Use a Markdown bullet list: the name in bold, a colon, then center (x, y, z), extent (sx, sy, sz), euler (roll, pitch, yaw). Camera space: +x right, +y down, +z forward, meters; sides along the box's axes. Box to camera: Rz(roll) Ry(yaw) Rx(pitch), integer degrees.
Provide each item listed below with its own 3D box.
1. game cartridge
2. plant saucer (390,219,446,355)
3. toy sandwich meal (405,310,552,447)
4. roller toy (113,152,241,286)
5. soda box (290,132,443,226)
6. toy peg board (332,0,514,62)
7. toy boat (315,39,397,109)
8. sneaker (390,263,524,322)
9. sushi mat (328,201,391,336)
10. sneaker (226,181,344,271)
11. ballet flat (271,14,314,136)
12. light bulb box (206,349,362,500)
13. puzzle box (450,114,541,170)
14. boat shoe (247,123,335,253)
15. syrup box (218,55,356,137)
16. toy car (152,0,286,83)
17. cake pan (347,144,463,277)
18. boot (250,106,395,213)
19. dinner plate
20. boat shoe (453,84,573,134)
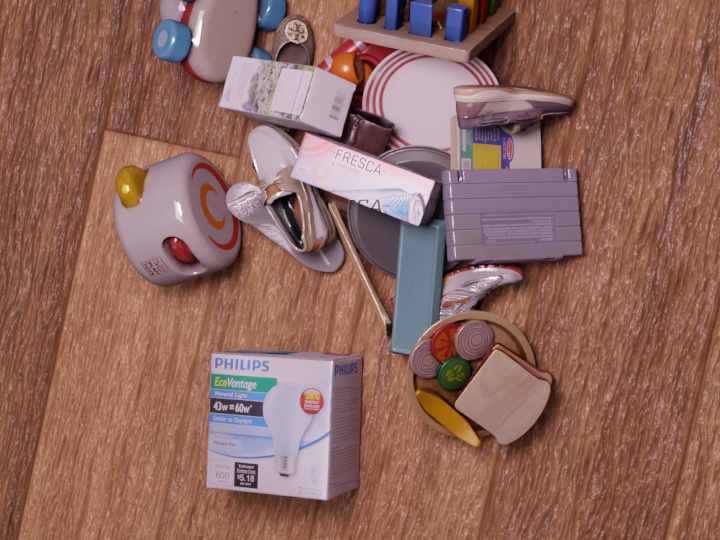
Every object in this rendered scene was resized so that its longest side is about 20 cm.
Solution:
- **game cartridge**: center (0.208, -0.075, 1.622), extent (0.200, 0.038, 0.130), euler (-2, 90, -21)
- **plant saucer**: center (0.079, 0.026, 1.660), extent (0.070, 0.019, 0.200), euler (8, 100, 23)
- **toy sandwich meal**: center (0.162, 0.155, 1.635), extent (0.205, 0.070, 0.205), euler (-1, 101, -6)
- **roller toy**: center (-0.279, -0.073, 1.772), extent (0.140, 0.200, 0.183), euler (-17, 88, 19)
- **soda box**: center (0.009, -0.125, 1.622), extent (0.200, 0.064, 0.068), euler (22, 98, 16)
- **toy peg board**: center (0.093, -0.380, 1.635), extent (0.200, 0.199, 0.098), euler (15, 122, 20)
- **toy boat**: center (-0.001, -0.283, 1.711), extent (0.200, 0.131, 0.131), euler (-38, 75, 15)
- **sneaker**: center (0.145, 0.040, 1.684), extent (0.200, 0.078, 0.082), euler (-23, 87, 25)
- **sushi mat**: center (0.000, 0.000, 1.721), extent (0.012, 0.096, 0.200), euler (-24, 79, -5)
- **sneaker**: center (-0.108, -0.069, 1.779), extent (0.200, 0.080, 0.070), euler (35, 91, -2)
- **ballet flat**: center (-0.109, -0.286, 1.784), extent (0.067, 0.046, 0.200), euler (11, 95, -15)
- **light bulb box**: center (-0.110, 0.220, 1.734), extent (0.198, 0.125, 0.200), euler (1, 89, 20)
- **puzzle box**: center (0.190, -0.115, 1.649), extent (0.133, 0.025, 0.200), euler (2, 85, -21)
- **boat shoe**: center (-0.106, -0.118, 1.693), extent (0.075, 0.068, 0.200), euler (-30, 91, 34)
- **syrup box**: center (-0.107, -0.248, 1.678), extent (0.200, 0.081, 0.079), euler (17, 91, 48)
- **toy car**: center (-0.252, -0.379, 1.812), extent (0.200, 0.184, 0.177), euler (17, 95, 49)
- **cake pan**: center (0.080, -0.077, 1.683), extent (0.200, 0.037, 0.200), euler (1, 107, 3)
- **boot**: center (-0.055, -0.178, 1.726), extent (0.200, 0.072, 0.166), euler (20, 127, 7)
- **dinner plate**: center (0.103, -0.235, 1.681), extent (0.200, 0.024, 0.200), euler (4, 127, 5)
- **boat shoe**: center (0.207, -0.219, 1.618), extent (0.072, 0.200, 0.065), euler (22, 110, 50)
